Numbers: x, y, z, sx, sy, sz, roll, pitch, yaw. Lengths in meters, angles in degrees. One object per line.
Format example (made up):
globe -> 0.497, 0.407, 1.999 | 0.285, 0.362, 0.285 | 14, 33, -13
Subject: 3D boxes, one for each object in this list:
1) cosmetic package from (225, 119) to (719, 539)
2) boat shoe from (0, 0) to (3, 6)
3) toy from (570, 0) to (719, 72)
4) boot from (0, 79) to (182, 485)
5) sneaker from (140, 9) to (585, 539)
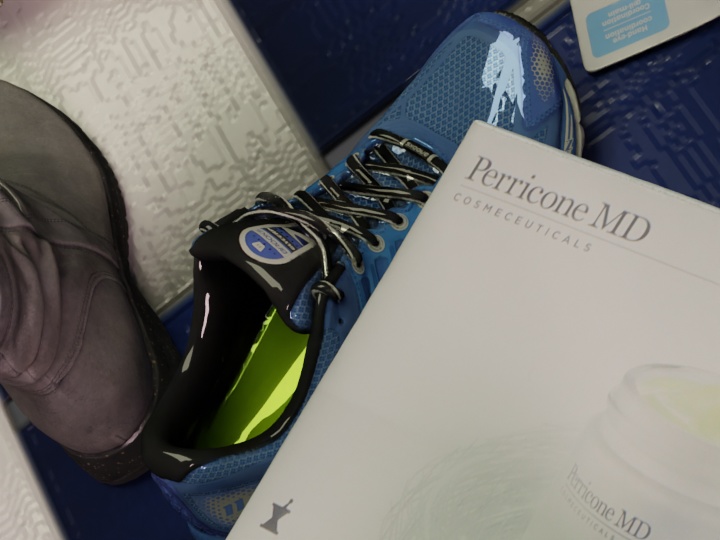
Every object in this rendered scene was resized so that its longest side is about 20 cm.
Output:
cosmetic package -> 0.081, 0.092, 0.792 | 0.199, 0.123, 0.200 | 22, 76, 38
boat shoe -> -0.148, -0.129, 1.100 | 0.200, 0.072, 0.065 | 4, 80, 31
toy -> 0.103, -0.178, 0.980 | 0.115, 0.047, 0.200 | -23, 53, 22
boot -> -0.134, -0.025, 0.986 | 0.070, 0.132, 0.200 | -42, 50, 5
sneaker -> 0.000, 0.000, 0.916 | 0.078, 0.089, 0.200 | 24, 78, 38
